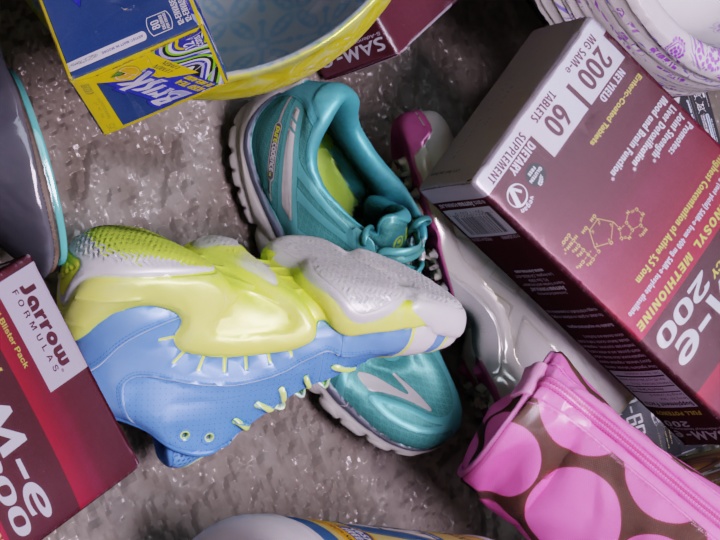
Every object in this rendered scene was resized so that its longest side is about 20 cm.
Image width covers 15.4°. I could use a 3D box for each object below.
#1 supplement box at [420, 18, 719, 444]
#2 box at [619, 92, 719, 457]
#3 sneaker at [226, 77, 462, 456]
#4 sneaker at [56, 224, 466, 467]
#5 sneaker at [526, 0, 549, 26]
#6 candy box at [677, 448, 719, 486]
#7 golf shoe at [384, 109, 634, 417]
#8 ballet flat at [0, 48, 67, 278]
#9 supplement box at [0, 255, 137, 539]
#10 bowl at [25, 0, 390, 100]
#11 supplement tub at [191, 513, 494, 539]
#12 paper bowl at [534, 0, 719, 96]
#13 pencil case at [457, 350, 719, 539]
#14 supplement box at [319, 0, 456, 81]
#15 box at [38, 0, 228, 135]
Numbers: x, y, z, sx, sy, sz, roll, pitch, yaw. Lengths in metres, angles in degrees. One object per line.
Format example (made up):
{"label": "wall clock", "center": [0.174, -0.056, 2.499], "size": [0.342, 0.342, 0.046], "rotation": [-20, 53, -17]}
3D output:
{"label": "supplement box", "center": [0.139, -0.017, 1.320], "size": [0.200, 0.061, 0.109], "rotation": [42, 71, -19]}
{"label": "box", "center": [0.155, 0.005, 1.483], "size": [0.157, 0.050, 0.201], "rotation": [-15, 89, -44]}
{"label": "sneaker", "center": [0.000, 0.000, 1.315], "size": [0.077, 0.079, 0.201], "rotation": [-34, 103, -43]}
{"label": "sneaker", "center": [-0.052, 0.039, 1.245], "size": [0.199, 0.076, 0.106], "rotation": [9, 107, -21]}
{"label": "sneaker", "center": [0.115, -0.233, 1.488], "size": [0.203, 0.077, 0.146], "rotation": [52, 51, -22]}
{"label": "candy box", "center": [0.206, 0.124, 1.394], "size": [0.115, 0.200, 0.056], "rotation": [-22, 93, -44]}
{"label": "golf shoe", "center": [0.078, 0.001, 1.376], "size": [0.091, 0.075, 0.201], "rotation": [-25, 104, -6]}
{"label": "ballet flat", "center": [-0.184, -0.090, 1.179], "size": [0.073, 0.073, 0.201], "rotation": [-15, 94, -45]}
{"label": "supplement box", "center": [-0.196, 0.087, 1.107], "size": [0.200, 0.061, 0.109], "rotation": [-37, 104, -44]}
{"label": "bowl", "center": [-0.064, -0.160, 1.261], "size": [0.108, 0.199, 0.201], "rotation": [74, 19, -70]}
{"label": "supplement tub", "center": [0.012, 0.191, 1.229], "size": [0.199, 0.144, 0.145], "rotation": [11, 71, -42]}
{"label": "paper bowl", "center": [0.155, -0.190, 1.395], "size": [0.200, 0.104, 0.202], "rotation": [8, 78, -41]}
{"label": "pencil case", "center": [0.143, 0.123, 1.286], "size": [0.200, 0.094, 0.091], "rotation": [36, 66, 12]}
{"label": "supplement box", "center": [-0.021, -0.212, 1.365], "size": [0.109, 0.061, 0.201], "rotation": [-44, 109, -41]}
{"label": "box", "center": [-0.125, -0.166, 1.175], "size": [0.070, 0.064, 0.201], "rotation": [66, 0, -70]}
